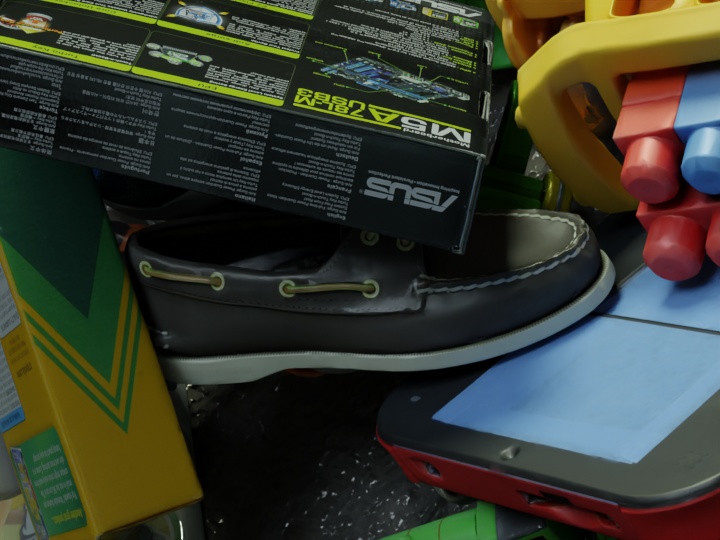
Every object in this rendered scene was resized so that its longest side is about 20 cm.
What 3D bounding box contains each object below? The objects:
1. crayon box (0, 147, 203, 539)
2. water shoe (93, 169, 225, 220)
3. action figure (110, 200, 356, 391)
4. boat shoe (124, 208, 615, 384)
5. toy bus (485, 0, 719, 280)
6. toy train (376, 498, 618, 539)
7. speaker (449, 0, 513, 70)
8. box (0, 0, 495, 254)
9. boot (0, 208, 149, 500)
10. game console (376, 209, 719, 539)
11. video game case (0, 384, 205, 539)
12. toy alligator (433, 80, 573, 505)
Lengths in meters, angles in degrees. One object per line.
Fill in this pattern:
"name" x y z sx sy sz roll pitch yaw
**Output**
"crayon box" -0.125 0.045 0.889 0.051 0.202 0.126 -17 -3 -21
"water shoe" -0.124 -0.075 0.933 0.199 0.079 0.072 12 69 43
"action figure" -0.043 -0.027 0.974 0.200 0.105 0.193 -42 60 -11
"boat shoe" 0.000 0.000 0.835 0.199 0.061 0.072 -9 29 19
"toy bus" 0.127 -0.084 0.838 0.199 0.136 0.193 -4 53 40
"toy train" 0.062 0.106 0.803 0.199 0.056 0.042 -22 45 25
"speaker" 0.060 -0.193 1.033 0.088 0.088 0.201 -25 44 23
"box" -0.045 -0.082 0.841 0.194 0.198 0.048 -80 3 -64
"boot" -0.170 0.051 1.025 0.095 0.074 0.200 -27 19 36
"game console" 0.113 0.028 0.780 0.177 0.031 0.199 -42 26 -23
"video game case" -0.157 0.157 0.980 0.199 0.023 0.183 -31 42 17
"toy alligator" 0.051 0.013 0.899 0.054 0.059 0.202 113 170 -65
